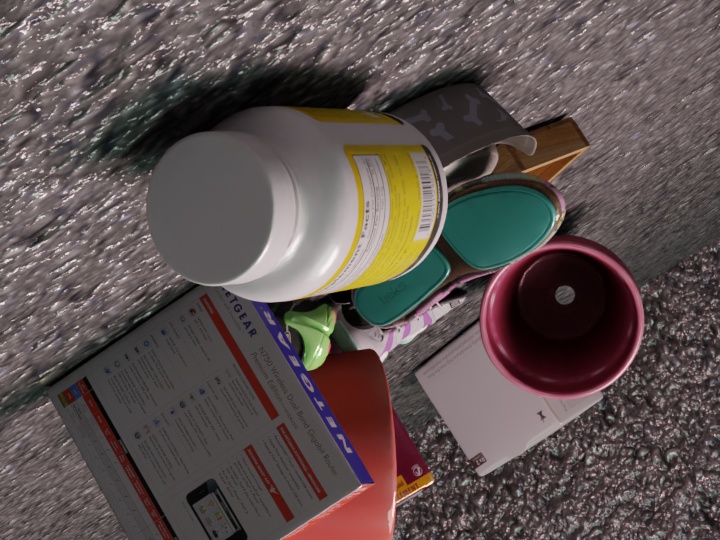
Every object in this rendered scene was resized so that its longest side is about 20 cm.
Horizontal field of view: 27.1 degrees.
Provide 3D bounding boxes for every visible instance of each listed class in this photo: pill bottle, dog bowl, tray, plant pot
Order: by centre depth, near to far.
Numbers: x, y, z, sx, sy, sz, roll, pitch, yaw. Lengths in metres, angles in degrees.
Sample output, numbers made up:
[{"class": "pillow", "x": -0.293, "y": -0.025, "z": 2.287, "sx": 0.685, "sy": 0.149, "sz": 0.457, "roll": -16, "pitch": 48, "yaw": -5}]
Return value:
[{"class": "pill bottle", "x": -0.035, "y": -0.040, "z": 0.871, "sx": 0.111, "sy": 0.112, "sz": 0.200, "roll": -37, "pitch": 167, "yaw": 24}, {"class": "dog bowl", "x": 0.030, "y": -0.063, "z": 1.089, "sx": 0.200, "sy": 0.059, "sz": 0.200, "roll": -31, "pitch": 169, "yaw": -7}, {"class": "tray", "x": 0.114, "y": -0.064, "z": 1.371, "sx": 0.098, "sy": 0.037, "sz": 0.200, "roll": -22, "pitch": 164, "yaw": -41}, {"class": "plant pot", "x": -0.070, "y": 0.174, "z": 1.375, "sx": 0.176, "sy": 0.202, "sz": 0.201, "roll": -2, "pitch": 162, "yaw": -11}, {"class": "plant pot", "x": 0.253, "y": 0.046, "z": 1.884, "sx": 0.200, "sy": 0.200, "sz": 0.179, "roll": -34, "pitch": -176, "yaw": 12}]

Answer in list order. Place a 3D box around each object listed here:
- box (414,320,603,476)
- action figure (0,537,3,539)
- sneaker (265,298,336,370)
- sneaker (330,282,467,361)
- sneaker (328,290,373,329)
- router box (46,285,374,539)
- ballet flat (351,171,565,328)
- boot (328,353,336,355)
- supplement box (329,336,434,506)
[{"class": "box", "x": 0.227, "y": 0.177, "z": 2.306, "sx": 0.130, "sy": 0.200, "sz": 0.199, "roll": -23, "pitch": 166, "yaw": -47}, {"class": "action figure", "x": -0.436, "y": 0.356, "z": 1.537, "sx": 0.193, "sy": 0.105, "sz": 0.200, "roll": -38, "pitch": 174, "yaw": -19}, {"class": "sneaker", "x": -0.094, "y": 0.054, "z": 1.264, "sx": 0.084, "sy": 0.077, "sz": 0.200, "roll": 25, "pitch": 152, "yaw": -22}, {"class": "sneaker", "x": 0.052, "y": 0.022, "z": 1.502, "sx": 0.140, "sy": 0.078, "sz": 0.200, "roll": -38, "pitch": 177, "yaw": 23}, {"class": "sneaker", "x": 0.002, "y": 0.003, "z": 1.305, "sx": 0.104, "sy": 0.060, "sz": 0.200, "roll": -25, "pitch": 162, "yaw": -37}, {"class": "router box", "x": -0.116, "y": 0.129, "z": 1.148, "sx": 0.179, "sy": 0.201, "sz": 0.049, "roll": -33, "pitch": 168, "yaw": 7}, {"class": "ballet flat", "x": 0.073, "y": -0.024, "z": 1.086, "sx": 0.200, "sy": 0.069, "sz": 0.071, "roll": -35, "pitch": -173, "yaw": 37}, {"class": "boot", "x": -0.061, "y": 0.169, "z": 1.501, "sx": 0.199, "sy": 0.156, "sz": 0.077, "roll": -13, "pitch": -177, "yaw": -28}, {"class": "supplement box", "x": -0.020, "y": 0.169, "z": 1.584, "sx": 0.110, "sy": 0.201, "sz": 0.086, "roll": -29, "pitch": 170, "yaw": -11}]
